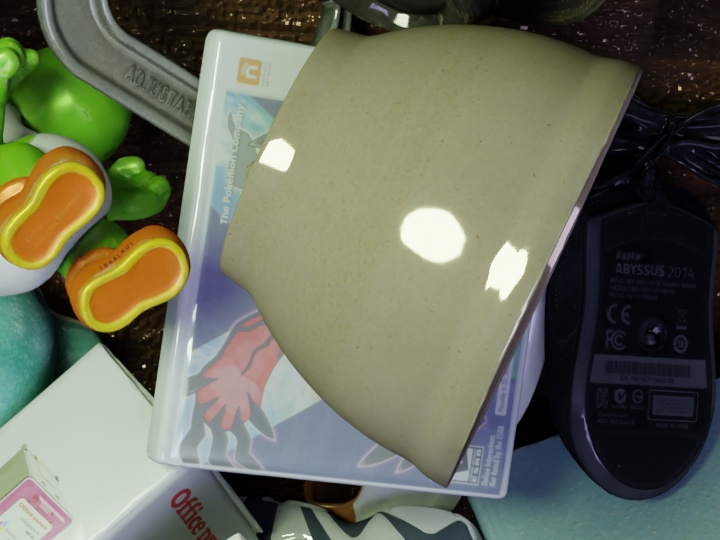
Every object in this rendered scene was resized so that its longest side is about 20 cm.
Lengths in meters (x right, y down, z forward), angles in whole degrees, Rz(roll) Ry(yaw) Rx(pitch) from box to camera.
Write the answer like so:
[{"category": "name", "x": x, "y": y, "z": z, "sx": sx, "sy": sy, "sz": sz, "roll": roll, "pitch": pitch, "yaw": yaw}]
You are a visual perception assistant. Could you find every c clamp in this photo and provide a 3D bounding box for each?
[{"category": "c clamp", "x": -0.068, "y": -0.146, "z": 1.243, "sx": 0.200, "sy": 0.027, "sz": 0.172, "roll": 38, "pitch": 73, "yaw": -35}]

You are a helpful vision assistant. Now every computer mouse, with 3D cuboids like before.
[{"category": "computer mouse", "x": 0.137, "y": 0.013, "z": 1.339, "sx": 0.138, "sy": 0.053, "sz": 0.202, "roll": 10, "pitch": 86, "yaw": -30}]

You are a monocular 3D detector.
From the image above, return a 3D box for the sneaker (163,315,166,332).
[{"category": "sneaker", "x": -0.002, "y": -0.005, "z": 1.350, "sx": 0.200, "sy": 0.079, "sz": 0.089, "roll": -37, "pitch": 141, "yaw": 7}]

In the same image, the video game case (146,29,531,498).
[{"category": "video game case", "x": 0.000, "y": 0.000, "z": 1.266, "sx": 0.181, "sy": 0.023, "sz": 0.202, "roll": 7, "pitch": 92, "yaw": -23}]

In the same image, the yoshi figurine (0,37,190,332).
[{"category": "yoshi figurine", "x": -0.135, "y": -0.054, "z": 1.235, "sx": 0.111, "sy": 0.200, "sz": 0.113, "roll": -2, "pitch": 110, "yaw": -22}]

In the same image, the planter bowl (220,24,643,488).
[{"category": "planter bowl", "x": 0.022, "y": -0.025, "z": 1.174, "sx": 0.134, "sy": 0.200, "sz": 0.201, "roll": 26, "pitch": 116, "yaw": 5}]

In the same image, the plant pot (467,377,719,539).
[{"category": "plant pot", "x": 0.185, "y": 0.200, "z": 1.378, "sx": 0.195, "sy": 0.201, "sz": 0.197, "roll": -19, "pitch": 138, "yaw": 2}]

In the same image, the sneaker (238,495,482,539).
[{"category": "sneaker", "x": -0.036, "y": 0.192, "z": 1.388, "sx": 0.198, "sy": 0.130, "sz": 0.080, "roll": 1, "pitch": 142, "yaw": 18}]

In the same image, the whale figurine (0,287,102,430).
[{"category": "whale figurine", "x": -0.196, "y": 0.079, "z": 1.345, "sx": 0.158, "sy": 0.104, "sz": 0.201, "roll": -25, "pitch": 131, "yaw": -4}]

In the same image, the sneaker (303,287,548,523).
[{"category": "sneaker", "x": 0.033, "y": 0.062, "z": 1.383, "sx": 0.084, "sy": 0.073, "sz": 0.201, "roll": 18, "pitch": 118, "yaw": -19}]

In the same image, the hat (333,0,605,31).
[{"category": "hat", "x": 0.015, "y": -0.159, "z": 1.193, "sx": 0.081, "sy": 0.200, "sz": 0.201, "roll": -51, "pitch": 120, "yaw": -23}]

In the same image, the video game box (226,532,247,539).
[{"category": "video game box", "x": -0.076, "y": 0.232, "z": 1.282, "sx": 0.182, "sy": 0.047, "sz": 0.200, "roll": -33, "pitch": 132, "yaw": 9}]

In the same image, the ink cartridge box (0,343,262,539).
[{"category": "ink cartridge box", "x": -0.158, "y": 0.148, "z": 1.320, "sx": 0.200, "sy": 0.085, "sz": 0.145, "roll": -40, "pitch": 157, "yaw": -7}]
